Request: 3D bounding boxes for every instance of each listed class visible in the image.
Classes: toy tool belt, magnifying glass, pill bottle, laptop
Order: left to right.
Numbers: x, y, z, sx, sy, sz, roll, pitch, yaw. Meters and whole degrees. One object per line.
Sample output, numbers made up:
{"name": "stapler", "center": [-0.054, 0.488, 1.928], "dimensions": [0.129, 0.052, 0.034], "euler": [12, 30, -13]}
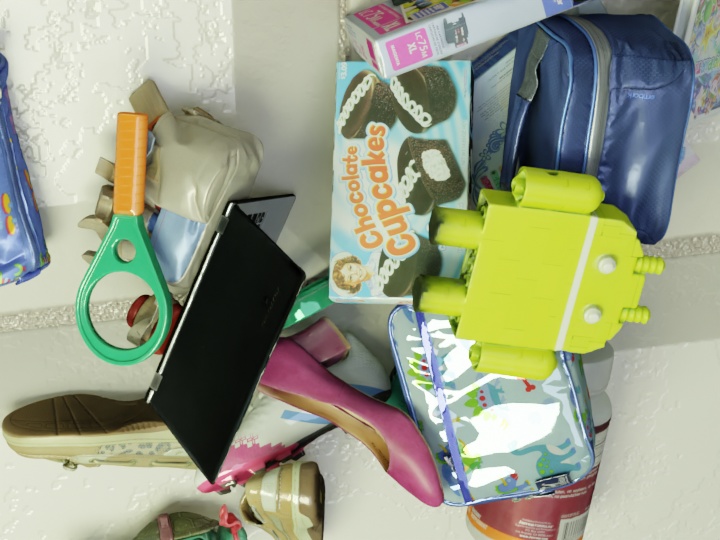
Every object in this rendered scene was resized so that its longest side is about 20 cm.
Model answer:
{"name": "magnifying glass", "center": [-0.186, -0.024, 1.407], "dimensions": [0.079, 0.022, 0.202], "euler": [6, 100, 13]}
{"name": "toy tool belt", "center": [-0.173, -0.045, 1.472], "dimensions": [0.122, 0.125, 0.201], "euler": [29, 102, 17]}
{"name": "laptop", "center": [-0.088, 0.050, 1.458], "dimensions": [0.115, 0.200, 0.189], "euler": [29, 105, 17]}
{"name": "magnifying glass", "center": [0.000, 0.000, 1.545], "dimensions": [0.199, 0.080, 0.023], "euler": [-28, 95, -14]}
{"name": "pill bottle", "center": [0.168, 0.157, 1.633], "dimensions": [0.113, 0.114, 0.202], "euler": [4, 110, -17]}

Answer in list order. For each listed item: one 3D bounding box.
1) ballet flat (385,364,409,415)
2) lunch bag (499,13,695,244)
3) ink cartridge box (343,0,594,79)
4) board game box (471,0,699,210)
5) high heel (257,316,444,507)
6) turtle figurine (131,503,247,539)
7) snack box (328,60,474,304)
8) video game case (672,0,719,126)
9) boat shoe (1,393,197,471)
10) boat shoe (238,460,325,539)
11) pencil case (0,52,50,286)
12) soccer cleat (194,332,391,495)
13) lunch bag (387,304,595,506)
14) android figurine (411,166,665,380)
{"name": "ballet flat", "center": [0.080, 0.057, 1.601], "dimensions": [0.074, 0.074, 0.201], "euler": [21, 108, -22]}
{"name": "lunch bag", "center": [0.183, -0.111, 1.468], "dimensions": [0.131, 0.136, 0.202], "euler": [0, 113, -14]}
{"name": "ink cartridge box", "center": [0.093, -0.218, 1.456], "dimensions": [0.198, 0.119, 0.042], "euler": [-19, 111, -7]}
{"name": "board game box", "center": [0.169, -0.116, 1.562], "dimensions": [0.199, 0.043, 0.200], "euler": [-37, 115, 1]}
{"name": "high heel", "center": [-0.015, 0.138, 1.511], "dimensions": [0.096, 0.200, 0.068], "euler": [-31, 158, -23]}
{"name": "turtle figurine", "center": [-0.171, 0.269, 1.594], "dimensions": [0.198, 0.150, 0.102], "euler": [-8, 73, -9]}
{"name": "snack box", "center": [0.035, -0.073, 1.476], "dimensions": [0.115, 0.037, 0.202], "euler": [0, 83, 9]}
{"name": "video game case", "center": [0.303, -0.223, 1.518], "dimensions": [0.018, 0.143, 0.202], "euler": [20, 111, 25]}
{"name": "boat shoe", "center": [-0.215, 0.151, 1.547], "dimensions": [0.198, 0.073, 0.063], "euler": [1, 116, -19]}
{"name": "boat shoe", "center": [-0.071, 0.208, 1.572], "dimensions": [0.075, 0.072, 0.200], "euler": [-1, 157, 1]}
{"name": "pencil case", "center": [-0.303, -0.081, 1.423], "dimensions": [0.078, 0.086, 0.202], "euler": [-29, 122, -40]}
{"name": "soccer cleat", "center": [-0.069, 0.127, 1.579], "dimensions": [0.199, 0.070, 0.087], "euler": [-27, 79, -12]}
{"name": "lunch bag", "center": [0.113, 0.099, 1.526], "dimensions": [0.159, 0.082, 0.202], "euler": [-11, 101, 14]}
{"name": "android figurine", "center": [0.145, 0.004, 1.419], "dimensions": [0.198, 0.041, 0.184], "euler": [9, 115, -12]}
